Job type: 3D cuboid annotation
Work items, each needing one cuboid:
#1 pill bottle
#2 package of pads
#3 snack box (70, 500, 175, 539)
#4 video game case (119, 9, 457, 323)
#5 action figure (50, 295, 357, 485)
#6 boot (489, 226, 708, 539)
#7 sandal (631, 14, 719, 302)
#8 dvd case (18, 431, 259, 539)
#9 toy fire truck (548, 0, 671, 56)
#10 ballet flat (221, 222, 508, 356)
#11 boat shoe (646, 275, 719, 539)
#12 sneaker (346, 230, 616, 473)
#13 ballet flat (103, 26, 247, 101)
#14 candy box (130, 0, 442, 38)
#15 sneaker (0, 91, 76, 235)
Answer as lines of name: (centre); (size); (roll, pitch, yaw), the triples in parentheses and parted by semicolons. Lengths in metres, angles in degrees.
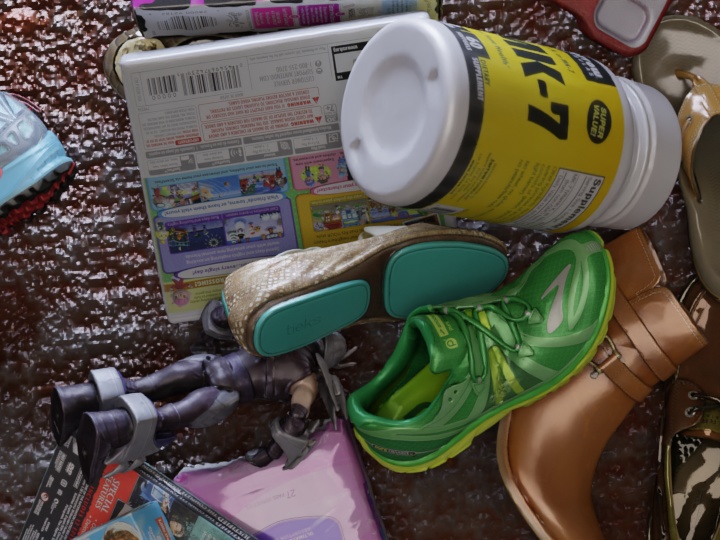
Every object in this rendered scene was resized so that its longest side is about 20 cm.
pill bottle: (0.097, -0.085, 1.358); (0.199, 0.114, 0.115); (8, 89, -37)
package of pads: (-0.034, 0.205, 1.417); (0.120, 0.076, 0.201); (-18, 89, 4)
snack box: (-0.136, 0.258, 1.373); (0.116, 0.037, 0.201); (-28, 86, 26)
video game case: (-0.042, -0.065, 1.413); (0.198, 0.022, 0.183); (-8, 112, 1)
action figure: (-0.092, 0.073, 1.382); (0.199, 0.070, 0.130); (-16, 45, -22)
boot: (0.156, 0.084, 1.407); (0.154, 0.077, 0.201); (-27, 71, 10)
sandal: (0.232, -0.076, 1.416); (0.080, 0.054, 0.202); (-12, 75, -1)
dvd case: (-0.132, 0.207, 1.396); (0.199, 0.022, 0.147); (31, 111, 19)
toy fire truck: (0.157, -0.260, 1.409); (0.167, 0.112, 0.201); (29, 90, -16)
ballet flat: (0.000, 0.000, 1.386); (0.199, 0.065, 0.071); (-12, 130, -30)
boat shoe: (0.229, 0.100, 1.417); (0.071, 0.068, 0.202); (5, 89, 2)
sneaker: (0.076, 0.049, 1.354); (0.200, 0.084, 0.074); (-42, 50, 9)
ballet flat: (-0.072, -0.122, 1.434); (0.198, 0.046, 0.068); (13, 89, 1)
candy box: (-0.049, -0.228, 1.417); (0.198, 0.061, 0.138); (-3, 77, 2)
sneaker: (-0.289, -0.046, 1.432); (0.199, 0.079, 0.096); (-31, 80, -8)
